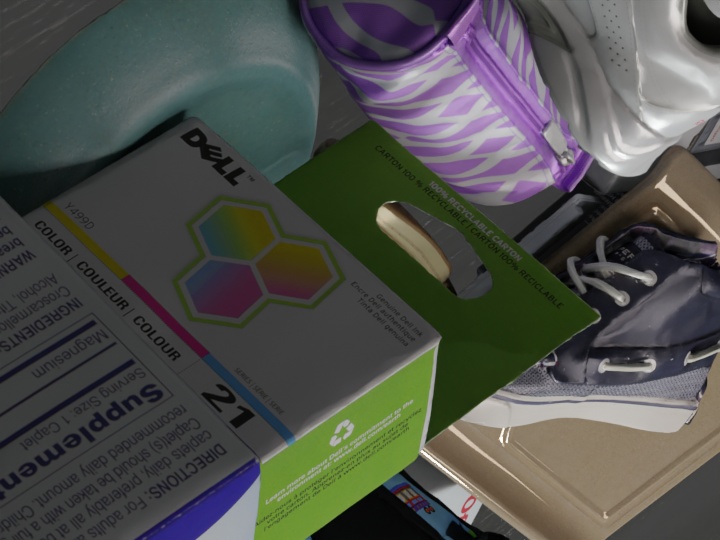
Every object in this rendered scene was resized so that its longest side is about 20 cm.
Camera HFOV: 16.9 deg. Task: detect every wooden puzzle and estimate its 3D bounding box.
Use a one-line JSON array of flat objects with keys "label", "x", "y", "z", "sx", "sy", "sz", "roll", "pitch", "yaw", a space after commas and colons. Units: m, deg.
[{"label": "wooden puzzle", "x": 0.132, "y": 0.046, "z": 1.233, "sx": 0.200, "sy": 0.037, "sz": 0.185, "roll": -42, "pitch": 130, "yaw": 10}]

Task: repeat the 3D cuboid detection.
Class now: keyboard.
[{"label": "keyboard", "x": 0.038, "y": 0.028, "z": 1.186, "sx": 0.200, "sy": 0.011, "sz": 0.056, "roll": -41, "pitch": 174, "yaw": 13}]

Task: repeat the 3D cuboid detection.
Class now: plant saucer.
[{"label": "plant saucer", "x": -0.084, "y": -0.034, "z": 1.003, "sx": 0.200, "sy": 0.036, "sz": 0.200, "roll": -37, "pitch": 152, "yaw": -23}]

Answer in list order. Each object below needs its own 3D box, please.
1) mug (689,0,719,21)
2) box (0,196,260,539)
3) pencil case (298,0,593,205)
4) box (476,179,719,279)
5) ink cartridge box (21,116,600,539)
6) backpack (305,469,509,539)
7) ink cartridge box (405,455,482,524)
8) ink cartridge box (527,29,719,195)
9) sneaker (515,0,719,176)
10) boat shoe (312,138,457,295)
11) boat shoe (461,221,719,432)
[{"label": "mug", "x": 0.157, "y": -0.151, "z": 1.049, "sx": 0.150, "sy": 0.152, "sz": 0.187, "roll": 56, "pitch": 38, "yaw": -58}, {"label": "box", "x": -0.166, "y": 0.076, "z": 0.837, "sx": 0.184, "sy": 0.200, "sz": 0.105, "roll": -33, "pitch": 151, "yaw": -28}, {"label": "pencil case", "x": 0.041, "y": -0.089, "z": 1.061, "sx": 0.084, "sy": 0.085, "sz": 0.200, "roll": -51, "pitch": 153, "yaw": 1}, {"label": "box", "x": 0.175, "y": 0.008, "z": 1.376, "sx": 0.200, "sy": 0.107, "sz": 0.149, "roll": -40, "pitch": 153, "yaw": -17}, {"label": "ink cartridge box", "x": -0.020, "y": 0.004, "z": 0.943, "sx": 0.200, "sy": 0.148, "sz": 0.076, "roll": -34, "pitch": 150, "yaw": -28}, {"label": "backpack", "x": -0.059, "y": 0.126, "z": 1.073, "sx": 0.182, "sy": 0.200, "sz": 0.135, "roll": -5, "pitch": 133, "yaw": -55}, {"label": "ink cartridge box", "x": -0.036, "y": 0.152, "z": 1.280, "sx": 0.200, "sy": 0.083, "sz": 0.146, "roll": -16, "pitch": 140, "yaw": -47}, {"label": "ink cartridge box", "x": 0.179, "y": -0.124, "z": 1.226, "sx": 0.200, "sy": 0.086, "sz": 0.148, "roll": -12, "pitch": 137, "yaw": -53}, {"label": "sneaker", "x": 0.093, "y": -0.142, "z": 0.957, "sx": 0.099, "sy": 0.200, "sz": 0.078, "roll": -29, "pitch": -166, "yaw": 25}, {"label": "boat shoe", "x": 0.000, "y": 0.000, "z": 1.129, "sx": 0.064, "sy": 0.071, "sz": 0.200, "roll": -40, "pitch": 159, "yaw": -3}, {"label": "boat shoe", "x": 0.095, "y": 0.018, "z": 1.127, "sx": 0.199, "sy": 0.075, "sz": 0.093, "roll": 5, "pitch": 119, "yaw": -41}]
